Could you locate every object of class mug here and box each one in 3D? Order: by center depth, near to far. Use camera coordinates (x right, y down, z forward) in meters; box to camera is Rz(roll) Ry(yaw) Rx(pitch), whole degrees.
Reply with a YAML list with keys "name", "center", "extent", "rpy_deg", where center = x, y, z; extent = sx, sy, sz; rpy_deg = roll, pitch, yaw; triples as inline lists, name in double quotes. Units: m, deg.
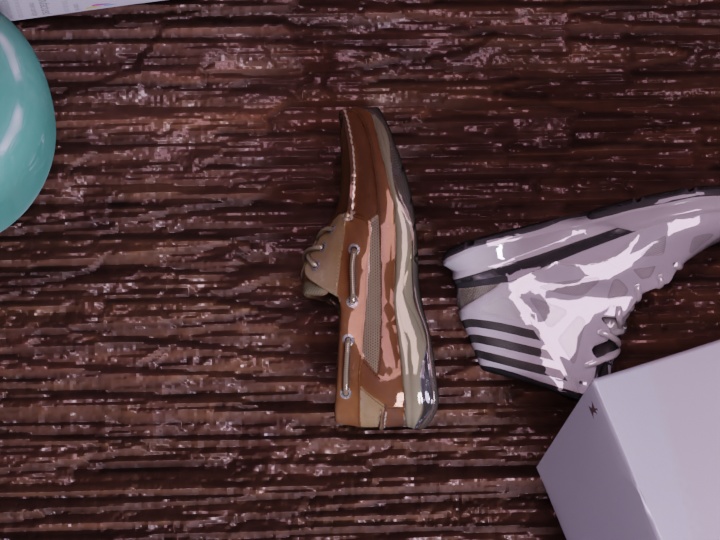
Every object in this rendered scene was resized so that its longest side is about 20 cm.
- name: "mug"
  center: [-0.279, -0.093, 1.742]
  extent: [0.185, 0.114, 0.152]
  rpy_deg: [-10, 80, -5]

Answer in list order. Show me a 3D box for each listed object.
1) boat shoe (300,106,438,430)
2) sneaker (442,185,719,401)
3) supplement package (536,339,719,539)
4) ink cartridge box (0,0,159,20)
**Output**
- name: "boat shoe"
  center: [0.000, 0.000, 1.759]
  extent: [0.074, 0.076, 0.200]
  rpy_deg: [-8, 79, -1]
- name: "sneaker"
  center: [0.159, 0.017, 1.772]
  extent: [0.200, 0.076, 0.116]
  rpy_deg: [-14, 89, 3]
- name: "supplement package"
  center: [0.234, 0.128, 1.680]
  extent: [0.200, 0.151, 0.152]
  rpy_deg: [-16, 71, -16]
- name: "ink cartridge box"
  center: [-0.137, -0.219, 1.756]
  extent: [0.199, 0.148, 0.086]
  rpy_deg: [-7, 80, -3]
